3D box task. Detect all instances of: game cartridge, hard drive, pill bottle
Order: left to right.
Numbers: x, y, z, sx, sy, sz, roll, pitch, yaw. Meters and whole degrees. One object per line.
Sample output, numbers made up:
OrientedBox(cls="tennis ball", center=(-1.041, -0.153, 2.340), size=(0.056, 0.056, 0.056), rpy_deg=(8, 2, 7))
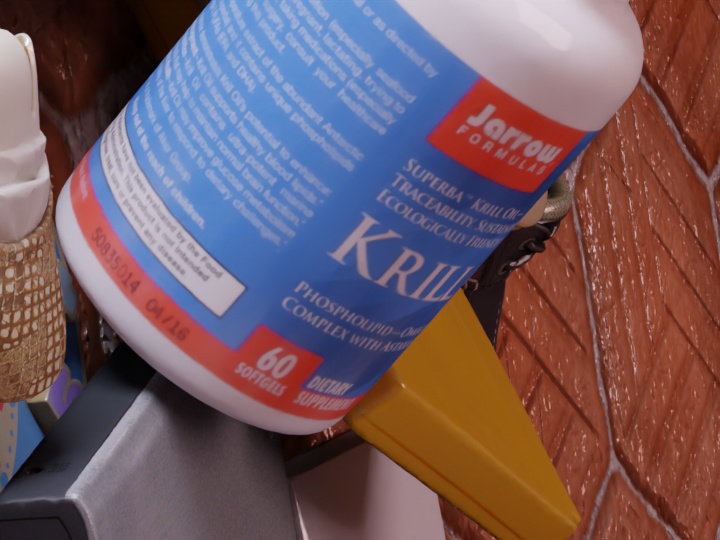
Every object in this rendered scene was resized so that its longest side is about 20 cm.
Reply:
OrientedBox(cls="hard drive", center=(-0.059, 0.097, 0.828), size=(0.200, 0.033, 0.140), rpy_deg=(-60, 143, -70))
OrientedBox(cls="game cartridge", center=(0.000, 0.000, 0.972), size=(0.176, 0.032, 0.200), rpy_deg=(41, 19, -56))
OrientedBox(cls="hard drive", center=(0.010, 0.164, 1.043), size=(0.132, 0.025, 0.201), rpy_deg=(-20, 100, -66))
OrientedBox(cls="pill bottle", center=(0.011, -0.057, 0.792), size=(0.112, 0.200, 0.112), rpy_deg=(35, 21, -16))

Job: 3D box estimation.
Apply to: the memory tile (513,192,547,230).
OrientedBox(cls="memory tile", center=(0.012, -0.115, 0.992), size=(0.153, 0.017, 0.201), rpy_deg=(10, 64, -55))

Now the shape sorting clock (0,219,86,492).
OrientedBox(cls="shape sorting clock", center=(-0.122, 0.032, 0.773), size=(0.200, 0.039, 0.201), rpy_deg=(-9, 90, -67))

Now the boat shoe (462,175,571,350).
OrientedBox(cls="boat shoe", center=(0.053, -0.031, 1.112), size=(0.072, 0.065, 0.201), rpy_deg=(-53, 149, -60))

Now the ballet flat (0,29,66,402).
OrientedBox(cls="ballet flat", center=(-0.124, -0.059, 0.698), size=(0.200, 0.065, 0.071), rpy_deg=(56, 33, -7))
